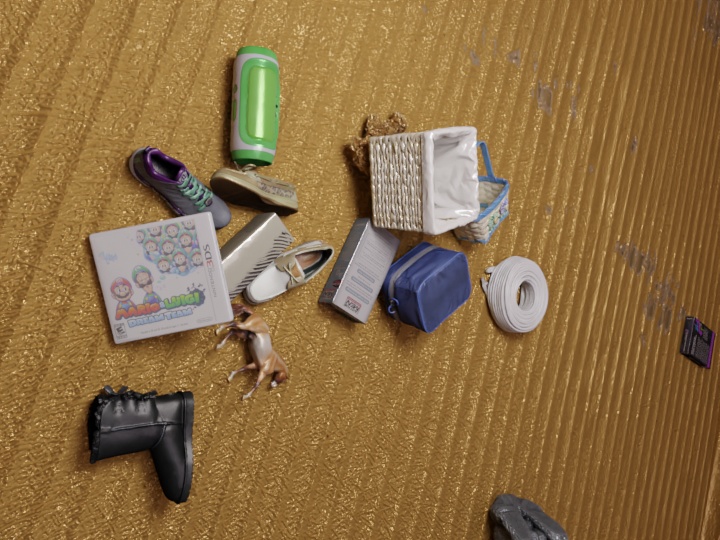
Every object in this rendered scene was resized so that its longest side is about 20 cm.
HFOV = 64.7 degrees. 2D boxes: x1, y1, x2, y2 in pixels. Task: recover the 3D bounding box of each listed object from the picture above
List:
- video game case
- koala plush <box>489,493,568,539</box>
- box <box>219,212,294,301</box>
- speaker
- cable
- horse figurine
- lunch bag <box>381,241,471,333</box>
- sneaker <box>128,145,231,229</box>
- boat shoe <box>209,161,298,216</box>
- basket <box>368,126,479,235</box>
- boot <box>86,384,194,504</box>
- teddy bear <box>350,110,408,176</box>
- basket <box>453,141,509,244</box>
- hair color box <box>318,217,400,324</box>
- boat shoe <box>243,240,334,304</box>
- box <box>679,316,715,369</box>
[{"bbox_3d":[-0.324,0.013,0.933,0.197,0.024,0.185,-11,98,-2],"label":"video game case"},{"bbox_3d":[0.395,0.709,1.462,0.175,0.184,0.203,5,109,-27],"label":"koala plush"},{"bbox_3d":[-0.220,-0.017,1.035,0.200,0.082,0.069,-47,116,-24],"label":"box"},{"bbox_3d":[-0.195,-0.299,1.047,0.088,0.088,0.203,3,89,-36],"label":"speaker"},{"bbox_3d":[0.419,0.063,1.505,0.199,0.069,0.202,-27,106,-33],"label":"cable"},{"bbox_3d":[-0.205,0.143,1.061,0.132,0.050,0.202,-29,101,-45],"label":"horse figurine"},{"bbox_3d":[0.135,0.037,1.264,0.199,0.131,0.137,-34,125,-31],"label":"lunch bag"},{"bbox_3d":[-0.298,-0.135,0.971,0.199,0.087,0.075,36,71,-30],"label":"sneaker"},{"bbox_3d":[-0.195,-0.154,1.053,0.199,0.073,0.064,19,64,-54],"label":"boat shoe"},{"bbox_3d":[0.134,-0.188,1.178,0.197,0.159,0.203,-21,111,-49],"label":"basket"},{"bbox_3d":[-0.362,0.290,0.940,0.161,0.073,0.201,6,80,-38],"label":"boot"},{"bbox_3d":[0.048,-0.272,1.244,0.146,0.066,0.201,54,55,-34],"label":"teddy bear"},{"bbox_3d":[0.272,-0.180,1.352,0.177,0.138,0.201,-49,126,-24],"label":"basket"},{"bbox_3d":[0.000,0.000,1.206,0.099,0.060,0.202,34,71,-31],"label":"hair color box"},{"bbox_3d":[-0.137,-0.002,1.101,0.199,0.068,0.075,-37,111,-29],"label":"boat shoe"},{"bbox_3d":[1.279,0.274,2.153,0.199,0.036,0.145,28,74,-34],"label":"box"}]
